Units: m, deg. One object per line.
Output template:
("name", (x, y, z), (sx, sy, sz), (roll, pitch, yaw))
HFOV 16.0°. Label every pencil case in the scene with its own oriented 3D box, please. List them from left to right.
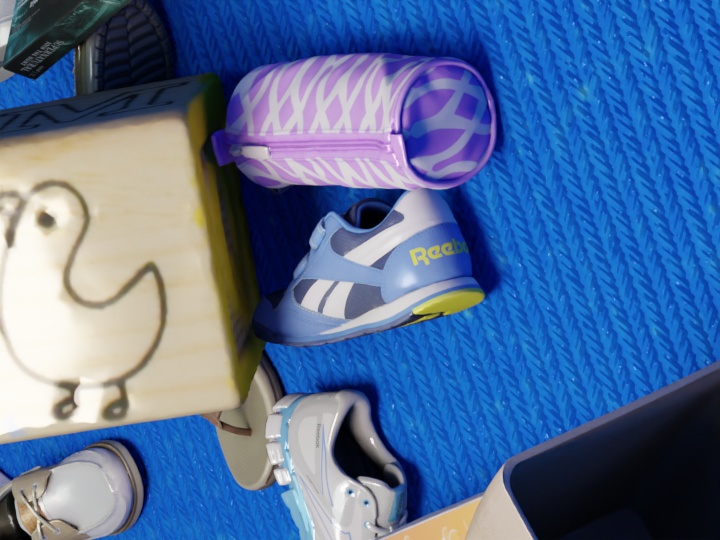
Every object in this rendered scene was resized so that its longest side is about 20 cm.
("pencil case", (-0.006, -0.088, 1.546), (0.199, 0.085, 0.085), (0, 105, 53))

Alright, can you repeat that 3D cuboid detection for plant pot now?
("plant pot", (0.163, 0.181, 1.367), (0.201, 0.199, 0.177), (62, 153, 10))

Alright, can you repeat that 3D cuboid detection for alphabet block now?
("alphabet block", (-0.178, -0.009, 1.640), (0.196, 0.198, 0.197), (-78, -22, -76))

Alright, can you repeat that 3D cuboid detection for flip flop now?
("flip flop", (-0.105, 0.058, 1.774), (0.081, 0.057, 0.201), (-7, 101, 54))

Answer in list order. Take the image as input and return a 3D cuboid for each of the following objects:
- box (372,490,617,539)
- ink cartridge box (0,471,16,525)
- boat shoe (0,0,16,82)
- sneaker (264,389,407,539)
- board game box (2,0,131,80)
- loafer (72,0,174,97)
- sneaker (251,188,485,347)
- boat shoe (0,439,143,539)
("box", (0.084, 0.198, 1.552), (0.200, 0.097, 0.125), (-32, 80, 55))
("ink cartridge box", (-0.349, 0.238, 2.210), (0.200, 0.040, 0.201), (32, 130, 42))
("boat shoe", (-0.291, -0.179, 1.914), (0.200, 0.070, 0.072), (-19, 80, 51))
("sneaker", (0.003, 0.171, 1.676), (0.086, 0.075, 0.201), (-21, 90, 49))
("board game box", (-0.176, -0.222, 1.702), (0.200, 0.028, 0.136), (-26, 50, 55))
("loafer", (-0.174, -0.103, 1.775), (0.069, 0.075, 0.201), (23, 124, 41))
("sneaker", (0.000, 0.000, 1.597), (0.199, 0.074, 0.083), (-17, 88, 50))
("boat shoe", (-0.237, 0.187, 2.008), (0.200, 0.068, 0.075), (-31, 81, 55))
